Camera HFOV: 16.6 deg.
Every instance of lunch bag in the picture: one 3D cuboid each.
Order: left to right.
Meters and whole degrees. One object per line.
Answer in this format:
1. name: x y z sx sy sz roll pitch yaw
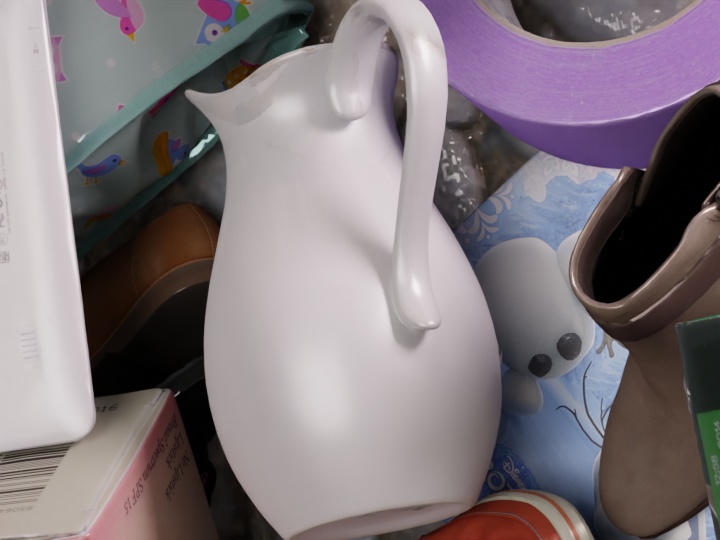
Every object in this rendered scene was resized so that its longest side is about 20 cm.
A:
1. lunch bag: -0.141 -0.110 1.122 0.200 0.122 0.170 -42 73 2

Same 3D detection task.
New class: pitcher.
1. pitcher: 0.000 0.000 1.000 0.172 0.121 0.201 145 117 -63

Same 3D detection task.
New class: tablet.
1. tablet: -0.183 -0.019 1.051 0.130 0.014 0.201 -10 83 19

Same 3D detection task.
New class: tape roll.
1. tape roll: 0.109 -0.146 1.009 0.199 0.066 0.201 -6 74 24

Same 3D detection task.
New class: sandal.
1. sandal: -0.105 0.120 1.145 0.048 0.075 0.201 44 118 20

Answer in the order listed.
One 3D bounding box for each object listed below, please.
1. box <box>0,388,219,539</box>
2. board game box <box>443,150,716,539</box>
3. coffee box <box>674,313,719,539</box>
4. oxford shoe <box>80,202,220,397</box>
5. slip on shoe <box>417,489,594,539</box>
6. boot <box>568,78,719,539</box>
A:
1. box: -0.118 0.170 1.063 0.109 0.128 0.201 -9 114 17
2. board game box: 0.114 0.050 1.052 0.199 0.043 0.200 -43 74 19
3. coffee box: 0.216 0.063 0.927 0.044 0.199 0.124 -14 86 58
4. oxford shoe: -0.128 0.045 1.165 0.200 0.071 0.071 -41 47 21
5. slip on shoe: 0.030 0.145 1.047 0.200 0.061 0.074 -26 86 48
6. boot: 0.120 0.013 0.942 0.070 0.146 0.201 30 101 29
